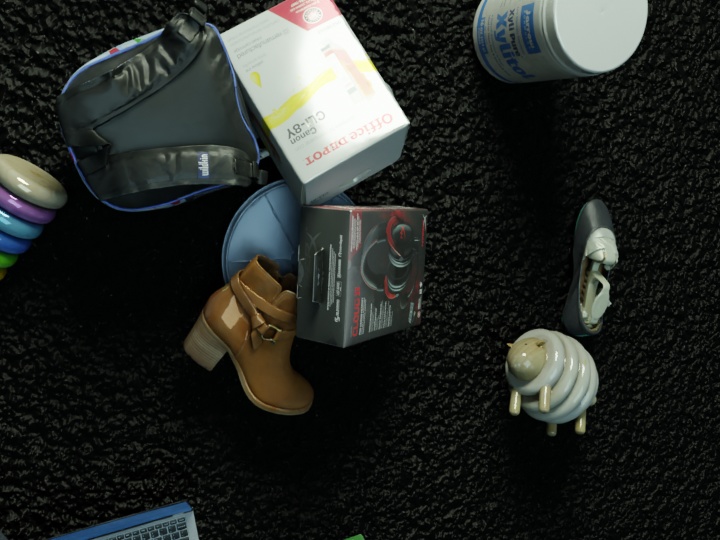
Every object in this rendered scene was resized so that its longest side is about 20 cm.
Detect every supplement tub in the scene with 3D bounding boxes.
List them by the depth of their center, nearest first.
[{"bbox_3d":[0.233,-0.302,0.826,0.128,0.200,0.136,-3,102,-16],"label":"supplement tub"}]

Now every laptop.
[{"bbox_3d":[-0.291,0.371,0.836,0.182,0.116,0.206,-11,104,-15],"label":"laptop"}]

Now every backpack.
[{"bbox_3d":[-0.223,-0.159,0.735,0.187,0.153,0.205,-23,101,-20],"label":"backpack"}]

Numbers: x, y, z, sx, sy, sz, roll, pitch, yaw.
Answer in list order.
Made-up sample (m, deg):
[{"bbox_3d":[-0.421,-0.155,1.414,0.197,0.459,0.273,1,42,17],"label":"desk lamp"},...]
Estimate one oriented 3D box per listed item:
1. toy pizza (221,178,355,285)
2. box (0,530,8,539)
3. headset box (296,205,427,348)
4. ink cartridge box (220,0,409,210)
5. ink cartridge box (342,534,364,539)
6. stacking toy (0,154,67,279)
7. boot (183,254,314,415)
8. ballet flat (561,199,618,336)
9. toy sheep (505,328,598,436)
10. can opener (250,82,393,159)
[{"bbox_3d":[-0.081,-0.018,0.870,0.195,0.032,0.206,-5,105,-18],"label":"toy pizza"},{"bbox_3d":[-0.442,0.373,0.758,0.203,0.145,0.105,61,37,-17],"label":"box"},{"bbox_3d":[0.000,0.000,0.803,0.198,0.073,0.153,-7,102,-56],"label":"headset box"},{"bbox_3d":[-0.053,-0.197,0.773,0.143,0.084,0.203,-30,80,-11],"label":"ink cartridge box"},{"bbox_3d":[-0.029,0.459,0.893,0.143,0.200,0.085,-13,105,-15],"label":"ink cartridge box"},{"bbox_3d":[-0.408,-0.021,0.745,0.084,0.085,0.202,31,96,-20],"label":"stacking toy"},{"bbox_3d":[-0.101,0.081,0.837,0.199,0.077,0.156,37,109,-19],"label":"boot"},{"bbox_3d":[0.346,0.001,0.994,0.071,0.073,0.206,6,99,-18],"label":"ballet flat"},{"bbox_3d":[0.277,0.158,0.973,0.198,0.137,0.140,34,90,-35],"label":"toy sheep"},{"bbox_3d":[-0.055,-0.194,0.833,0.197,0.053,0.068,-29,109,-11],"label":"can opener"}]
